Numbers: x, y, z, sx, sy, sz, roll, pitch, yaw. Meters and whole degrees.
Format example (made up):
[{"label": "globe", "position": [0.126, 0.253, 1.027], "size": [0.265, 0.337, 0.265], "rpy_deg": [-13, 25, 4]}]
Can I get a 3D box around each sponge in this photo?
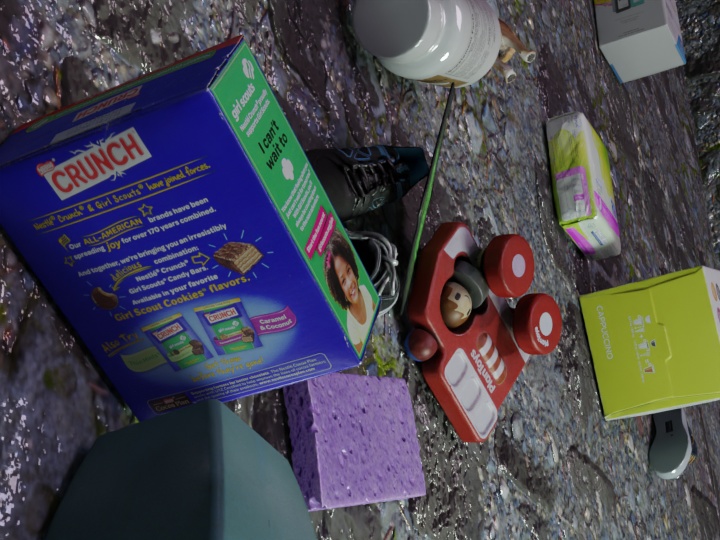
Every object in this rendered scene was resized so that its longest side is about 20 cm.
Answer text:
[{"label": "sponge", "position": [-0.003, 0.146, 1.039], "size": [0.200, 0.030, 0.112], "rpy_deg": [14, 64, -62]}]

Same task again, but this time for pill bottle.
[{"label": "pill bottle", "position": [0.072, -0.265, 1.323], "size": [0.200, 0.114, 0.115], "rpy_deg": [-6, 83, -65]}]

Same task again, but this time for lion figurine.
[{"label": "lion figurine", "position": [0.146, -0.305, 1.554], "size": [0.200, 0.072, 0.123], "rpy_deg": [22, 24, -53]}]

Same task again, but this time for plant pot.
[{"label": "plant pot", "position": [-0.101, 0.188, 0.688], "size": [0.141, 0.141, 0.200], "rpy_deg": [50, 27, -44]}]

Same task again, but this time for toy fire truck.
[{"label": "toy fire truck", "position": [0.114, 0.059, 1.263], "size": [0.168, 0.112, 0.200], "rpy_deg": [-55, 128, -36]}]

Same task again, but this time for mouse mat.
[{"label": "mouse mat", "position": [0.064, -0.066, 1.175], "size": [0.200, 0.008, 0.161], "rpy_deg": [100, 5, -58]}]

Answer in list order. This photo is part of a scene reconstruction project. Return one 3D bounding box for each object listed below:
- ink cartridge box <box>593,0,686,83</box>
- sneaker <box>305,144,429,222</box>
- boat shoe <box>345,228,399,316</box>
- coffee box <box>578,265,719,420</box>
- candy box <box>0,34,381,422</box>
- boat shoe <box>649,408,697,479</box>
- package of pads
[{"label": "ink cartridge box", "position": [0.580, -0.529, 2.518], "size": [0.147, 0.146, 0.200], "rpy_deg": [41, 41, -50]}, {"label": "sneaker", "position": [-0.002, -0.088, 1.106], "size": [0.200, 0.082, 0.073], "rpy_deg": [-33, 106, -64]}, {"label": "boat shoe", "position": [0.000, -0.003, 1.078], "size": [0.199, 0.068, 0.074], "rpy_deg": [29, 52, -58]}, {"label": "coffee box", "position": [0.478, 0.116, 1.880], "size": [0.198, 0.200, 0.200], "rpy_deg": [8, 69, -63]}, {"label": "candy box", "position": [-0.106, -0.018, 0.738], "size": [0.200, 0.169, 0.077], "rpy_deg": [62, 24, -28]}, {"label": "boat shoe", "position": [0.547, 0.314, 2.072], "size": [0.091, 0.071, 0.200], "rpy_deg": [61, 26, -20]}, {"label": "package of pads", "position": [0.354, -0.135, 1.914], "size": [0.154, 0.068, 0.200], "rpy_deg": [39, 43, -55]}]
